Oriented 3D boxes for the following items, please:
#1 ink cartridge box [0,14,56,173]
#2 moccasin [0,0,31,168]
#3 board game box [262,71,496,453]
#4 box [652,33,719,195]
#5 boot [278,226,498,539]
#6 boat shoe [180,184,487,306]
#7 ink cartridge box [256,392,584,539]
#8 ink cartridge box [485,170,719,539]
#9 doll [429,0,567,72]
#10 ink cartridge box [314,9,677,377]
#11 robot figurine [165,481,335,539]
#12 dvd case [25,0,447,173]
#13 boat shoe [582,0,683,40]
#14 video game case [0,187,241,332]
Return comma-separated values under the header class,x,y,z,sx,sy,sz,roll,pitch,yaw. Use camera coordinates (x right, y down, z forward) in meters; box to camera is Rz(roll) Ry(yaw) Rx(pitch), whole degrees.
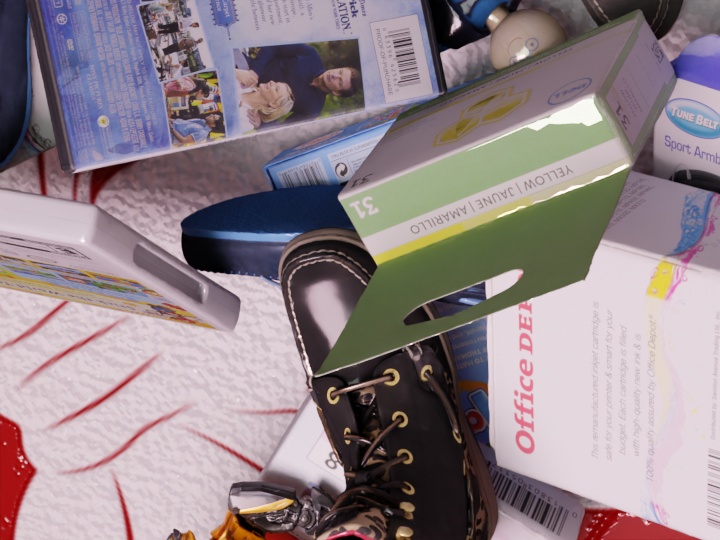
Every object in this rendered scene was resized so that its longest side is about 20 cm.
class,x,y,z,sx,sy,sz,roll,pitch,yaw
ink cartridge box,-0.154,-0.151,1.221,0.199,0.145,0.148,-21,101,27
moccasin,-0.192,-0.137,1.118,0.080,0.068,0.201,0,110,22
board game box,0.055,0.008,1.264,0.151,0.037,0.201,-18,102,27
box,0.199,-0.019,1.160,0.119,0.041,0.201,23,126,39
boot,0.006,0.093,1.146,0.073,0.151,0.201,-14,114,17
boat shoe,0.000,0.000,1.216,0.199,0.084,0.069,4,115,24
ink cartridge box,0.009,0.162,1.308,0.162,0.057,0.200,31,124,-1
ink cartridge box,0.164,0.044,1.129,0.199,0.085,0.148,19,125,34
doll,0.024,-0.164,1.191,0.200,0.048,0.137,42,99,4
ink cartridge box,0.057,-0.039,1.087,0.145,0.200,0.048,-21,108,29
robot figurine,-0.021,0.200,1.272,0.199,0.058,0.145,32,114,-11
dvd case,-0.061,-0.135,1.120,0.018,0.199,0.144,-6,96,66
boat shoe,0.121,-0.201,1.143,0.066,0.057,0.201,2,111,20
video game case,-0.181,-0.016,1.181,0.199,0.182,0.023,10,79,22
